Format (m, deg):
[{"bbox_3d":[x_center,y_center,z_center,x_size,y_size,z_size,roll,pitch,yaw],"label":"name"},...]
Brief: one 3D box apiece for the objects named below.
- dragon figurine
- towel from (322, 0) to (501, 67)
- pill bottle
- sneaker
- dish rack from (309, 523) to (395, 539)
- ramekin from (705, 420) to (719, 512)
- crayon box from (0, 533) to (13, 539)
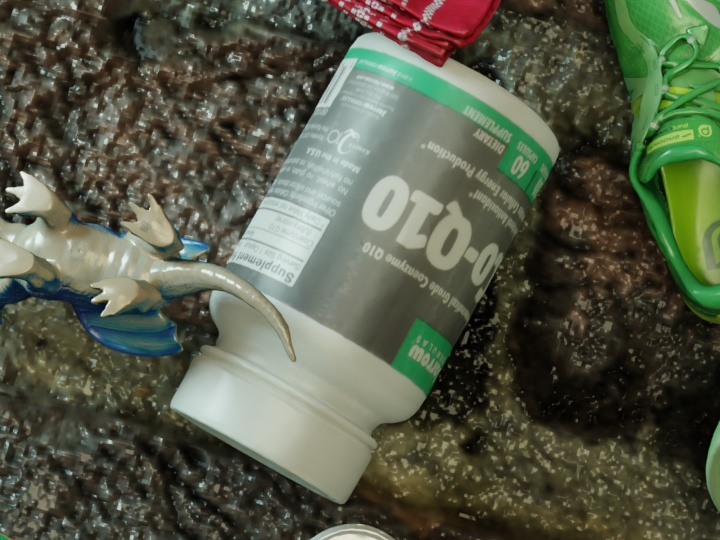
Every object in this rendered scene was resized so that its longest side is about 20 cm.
[{"bbox_3d":[-0.107,0.003,1.152,0.199,0.099,0.059,11,77,16],"label":"dragon figurine"},{"bbox_3d":[-0.014,-0.182,1.184,0.200,0.023,0.145,30,42,4],"label":"towel"},{"bbox_3d":[0.000,0.000,1.180,0.113,0.113,0.200,29,83,-5],"label":"pill bottle"},{"bbox_3d":[0.164,-0.073,1.216,0.074,0.084,0.201,-15,87,14],"label":"sneaker"},{"bbox_3d":[-0.013,0.240,1.198,0.171,0.044,0.200,-31,91,-9],"label":"dish rack"},{"bbox_3d":[0.264,0.062,1.168,0.200,0.200,0.098,15,57,-6],"label":"ramekin"},{"bbox_3d":[-0.134,0.209,1.145,0.200,0.058,0.119,28,100,5],"label":"crayon box"}]
